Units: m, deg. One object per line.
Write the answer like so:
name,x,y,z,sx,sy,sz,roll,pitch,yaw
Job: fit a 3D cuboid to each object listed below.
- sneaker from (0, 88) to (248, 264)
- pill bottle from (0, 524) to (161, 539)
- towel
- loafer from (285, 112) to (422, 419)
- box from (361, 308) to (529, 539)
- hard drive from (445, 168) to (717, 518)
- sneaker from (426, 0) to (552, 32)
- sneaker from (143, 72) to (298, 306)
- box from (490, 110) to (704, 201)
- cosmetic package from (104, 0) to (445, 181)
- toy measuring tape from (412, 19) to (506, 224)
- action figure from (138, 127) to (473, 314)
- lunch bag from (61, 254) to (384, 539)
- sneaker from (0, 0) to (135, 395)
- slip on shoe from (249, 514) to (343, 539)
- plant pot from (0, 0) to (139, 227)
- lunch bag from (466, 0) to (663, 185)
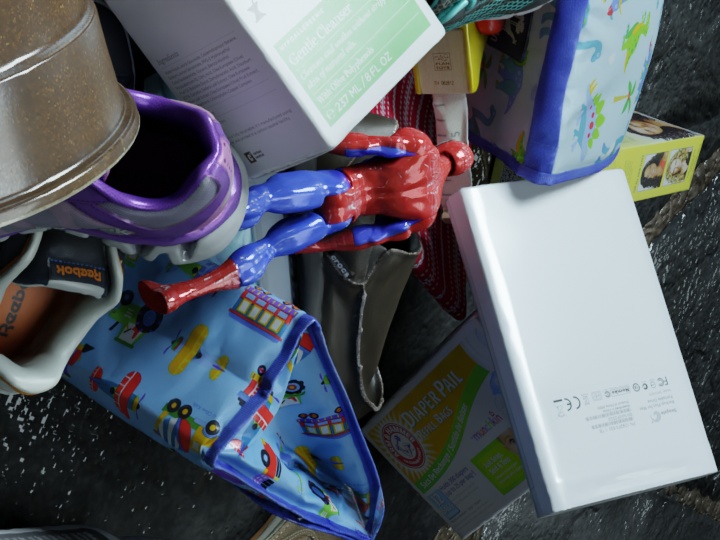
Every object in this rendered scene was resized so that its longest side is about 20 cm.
sneaker,-0.143,-0.051,0.786,0.088,0.198,0.081,137,-47,-73
pill bottle,-0.177,0.192,0.930,0.199,0.113,0.114,7,103,-56
towel,0.033,-0.073,1.115,0.200,0.022,0.146,50,37,-55
loafer,0.000,0.000,0.993,0.073,0.071,0.201,-86,172,-59
box,0.100,0.083,1.198,0.101,0.113,0.200,-41,174,-35
hard drive,0.136,0.041,1.088,0.131,0.026,0.202,-8,75,-32
sneaker,0.056,-0.163,0.983,0.091,0.199,0.078,-93,159,-75
sneaker,-0.079,-0.030,0.992,0.074,0.081,0.201,-84,169,-62
box,0.182,-0.085,1.344,0.199,0.075,0.051,-14,122,-54
cosmetic package,-0.065,-0.156,0.839,0.200,0.085,0.108,53,54,-17
toy measuring tape,0.059,-0.130,1.093,0.073,0.073,0.201,-35,128,-41
action figure,-0.023,-0.035,0.910,0.199,0.052,0.066,-18,116,-28
lunch bag,-0.068,0.077,0.988,0.094,0.150,0.200,-55,146,-13
sneaker,-0.146,-0.034,0.868,0.078,0.079,0.202,9,100,-38
slip on shoe,-0.046,0.200,1.177,0.200,0.060,0.077,-29,130,-46
plant pot,-0.197,-0.132,0.661,0.200,0.199,0.200,-33,125,-43
lunch bag,0.131,-0.159,1.133,0.200,0.126,0.171,-72,171,-70
